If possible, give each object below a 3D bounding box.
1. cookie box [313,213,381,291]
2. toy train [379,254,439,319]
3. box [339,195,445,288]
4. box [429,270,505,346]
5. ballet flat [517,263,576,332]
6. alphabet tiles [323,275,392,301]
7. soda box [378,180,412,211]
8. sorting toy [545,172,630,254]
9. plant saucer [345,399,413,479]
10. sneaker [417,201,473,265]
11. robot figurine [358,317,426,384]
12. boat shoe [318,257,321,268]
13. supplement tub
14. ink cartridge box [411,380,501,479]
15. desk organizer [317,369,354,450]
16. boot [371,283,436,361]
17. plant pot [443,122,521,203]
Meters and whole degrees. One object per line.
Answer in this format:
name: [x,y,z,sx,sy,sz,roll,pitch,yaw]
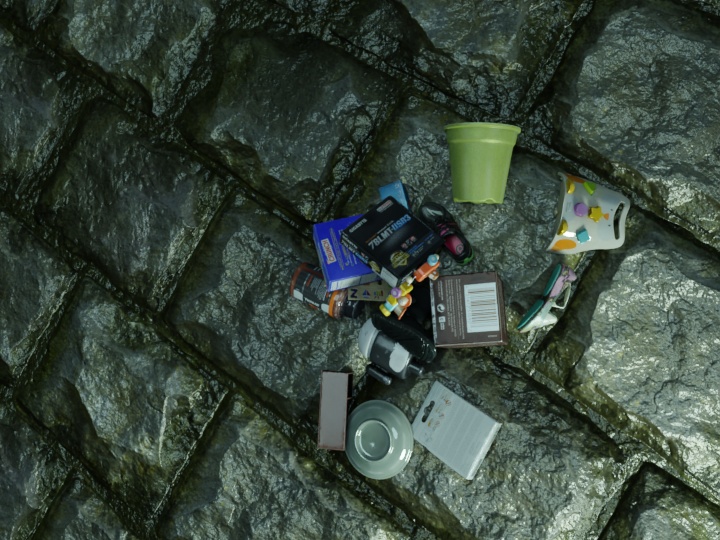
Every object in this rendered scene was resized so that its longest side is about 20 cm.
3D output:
cookie box: [-0.012,-0.053,1.683,0.195,0.076,0.175,-12,66,-12]
toy train: [0.122,0.048,1.512,0.149,0.201,0.056,-36,79,-30]
box: [0.081,-0.074,1.606,0.198,0.050,0.199,41,54,17]
box: [0.269,0.101,1.569,0.160,0.200,0.171,-6,80,16]
ballet flat: [0.469,0.082,1.585,0.070,0.069,0.202,33,93,-1]
alphabet tiles: [0.000,0.000,1.705,0.194,0.008,0.171,3,65,-5]
soda box: [0.109,-0.131,1.722,0.066,0.064,0.205,-17,78,15]
sorting toy: [0.568,-0.136,1.575,0.175,0.107,0.205,10,86,-1]
plant saucer: [0.039,0.442,1.672,0.195,0.050,0.206,-3,81,20]
sneaker: [0.224,-0.106,1.672,0.077,0.084,0.201,-42,73,7]
robot figurine: [0.088,0.199,1.657,0.197,0.150,0.127,26,132,18]
boat shoe: [-0.025,-0.017,1.750,0.195,0.062,0.077,8,83,14]
supplement tub: [-0.088,0.061,1.737,0.196,0.107,0.109,23,90,20]
ink cartridge box: [0.238,0.404,1.633,0.198,0.050,0.165,31,94,37]
desk organizer: [-0.065,0.371,1.709,0.075,0.072,0.206,1,83,15]
boot: [0.147,0.118,1.602,0.198,0.078,0.167,30,50,30]
plant pot: [0.302,-0.266,1.627,0.195,0.200,0.190,5,95,18]
